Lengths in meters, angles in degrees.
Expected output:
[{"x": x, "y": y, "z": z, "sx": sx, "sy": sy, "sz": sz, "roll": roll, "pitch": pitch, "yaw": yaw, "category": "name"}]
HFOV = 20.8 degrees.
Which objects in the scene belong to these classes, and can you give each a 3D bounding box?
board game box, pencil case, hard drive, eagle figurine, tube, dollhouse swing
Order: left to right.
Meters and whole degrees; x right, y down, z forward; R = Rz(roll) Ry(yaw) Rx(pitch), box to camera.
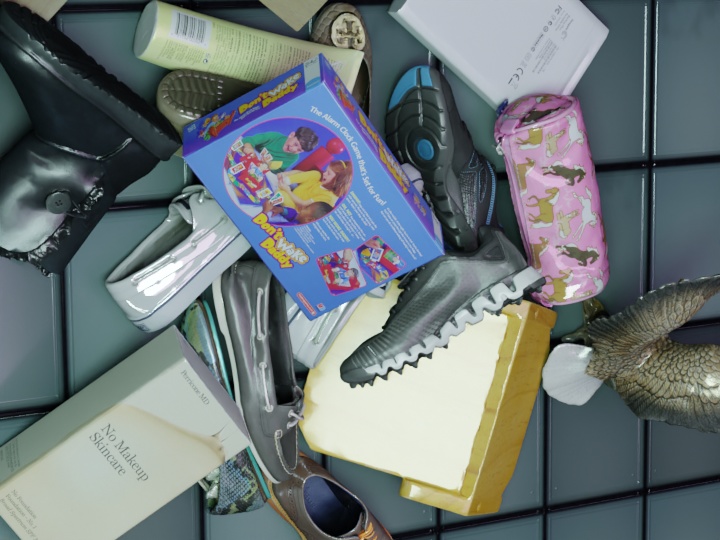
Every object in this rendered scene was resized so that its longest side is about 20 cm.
[{"x": -0.094, "y": -0.176, "z": 1.668, "sx": 0.199, "sy": 0.052, "sz": 0.058, "roll": 15, "pitch": 135, "yaw": -25, "category": "tube"}, {"x": -0.037, "y": -0.065, "z": 1.607, "sx": 0.134, "sy": 0.045, "sz": 0.200, "roll": -26, "pitch": 125, "yaw": 15, "category": "board game box"}, {"x": 0.060, "y": 0.106, "z": 1.823, "sx": 0.182, "sy": 0.175, "sz": 0.201, "roll": 17, "pitch": 88, "yaw": -72, "category": "dollhouse swing"}, {"x": 0.130, "y": -0.231, "z": 1.814, "sx": 0.200, "sy": 0.027, "sz": 0.132, "roll": 39, "pitch": 79, "yaw": -30, "category": "hard drive"}, {"x": 0.179, "y": -0.064, "z": 1.823, "sx": 0.083, "sy": 0.086, "sz": 0.201, "roll": -67, "pitch": 147, "yaw": -57, "category": "pencil case"}, {"x": 0.280, "y": 0.067, "z": 1.847, "sx": 0.151, "sy": 0.200, "sz": 0.152, "roll": 9, "pitch": 92, "yaw": -33, "category": "eagle figurine"}]

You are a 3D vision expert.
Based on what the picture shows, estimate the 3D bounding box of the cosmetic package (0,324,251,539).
[{"x": -0.202, "y": 0.150, "z": 1.618, "sx": 0.199, "sy": 0.073, "sz": 0.104, "roll": -36, "pitch": 115, "yaw": 3, "category": "cosmetic package"}]

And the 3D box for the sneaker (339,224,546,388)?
[{"x": 0.058, "y": 0.027, "z": 1.721, "sx": 0.199, "sy": 0.066, "sz": 0.091, "roll": -31, "pitch": 84, "yaw": -2, "category": "sneaker"}]

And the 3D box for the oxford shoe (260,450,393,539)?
[{"x": -0.012, "y": 0.244, "z": 1.780, "sx": 0.200, "sy": 0.073, "sz": 0.071, "roll": 46, "pitch": 75, "yaw": -28, "category": "oxford shoe"}]

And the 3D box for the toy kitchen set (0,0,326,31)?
[{"x": -0.165, "y": -0.256, "z": 1.606, "sx": 0.200, "sy": 0.163, "sz": 0.180, "roll": 37, "pitch": 107, "yaw": -29, "category": "toy kitchen set"}]

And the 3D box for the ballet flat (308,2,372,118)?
[{"x": -0.015, "y": -0.135, "z": 1.733, "sx": 0.067, "sy": 0.046, "sz": 0.202, "roll": -1, "pitch": 98, "yaw": -30, "category": "ballet flat"}]

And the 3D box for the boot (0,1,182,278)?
[{"x": -0.259, "y": -0.095, "z": 1.541, "sx": 0.168, "sy": 0.077, "sz": 0.200, "roll": -44, "pitch": 132, "yaw": 9, "category": "boot"}]

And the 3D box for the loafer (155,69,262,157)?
[{"x": -0.081, "y": -0.115, "z": 1.650, "sx": 0.199, "sy": 0.068, "sz": 0.076, "roll": 17, "pitch": 53, "yaw": -13, "category": "loafer"}]

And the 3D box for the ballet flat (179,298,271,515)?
[{"x": -0.135, "y": 0.125, "z": 1.697, "sx": 0.074, "sy": 0.074, "sz": 0.201, "roll": -24, "pitch": 106, "yaw": -25, "category": "ballet flat"}]

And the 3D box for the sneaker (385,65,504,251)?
[{"x": 0.079, "y": -0.096, "z": 1.791, "sx": 0.082, "sy": 0.073, "sz": 0.201, "roll": -31, "pitch": 119, "yaw": -40, "category": "sneaker"}]

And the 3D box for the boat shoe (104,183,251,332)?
[{"x": -0.134, "y": -0.038, "z": 1.664, "sx": 0.200, "sy": 0.073, "sz": 0.065, "roll": -50, "pitch": 122, "yaw": -15, "category": "boat shoe"}]

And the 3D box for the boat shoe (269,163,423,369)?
[{"x": 0.000, "y": 0.000, "z": 1.732, "sx": 0.067, "sy": 0.074, "sz": 0.200, "roll": 41, "pitch": 94, "yaw": 14, "category": "boat shoe"}]

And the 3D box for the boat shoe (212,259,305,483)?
[{"x": -0.076, "y": 0.088, "z": 1.685, "sx": 0.067, "sy": 0.057, "sz": 0.201, "roll": -46, "pitch": 123, "yaw": -67, "category": "boat shoe"}]
